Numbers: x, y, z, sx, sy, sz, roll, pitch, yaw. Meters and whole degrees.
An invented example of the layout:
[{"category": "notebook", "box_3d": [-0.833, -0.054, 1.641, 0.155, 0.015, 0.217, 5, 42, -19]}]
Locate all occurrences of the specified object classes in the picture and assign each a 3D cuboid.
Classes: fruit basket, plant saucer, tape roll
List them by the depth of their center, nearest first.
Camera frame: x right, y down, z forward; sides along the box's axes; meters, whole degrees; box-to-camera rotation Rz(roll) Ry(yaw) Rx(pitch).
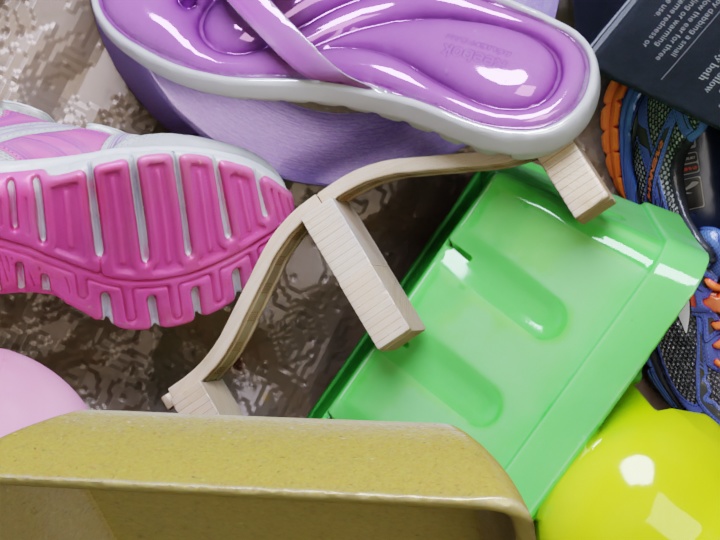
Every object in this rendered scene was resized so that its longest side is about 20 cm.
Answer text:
[{"category": "plant saucer", "box_3d": [-0.026, 0.110, 0.662, 0.199, 0.200, 0.049, 1, 53, 13]}, {"category": "fruit basket", "box_3d": [0.092, 0.074, 0.765, 0.214, 0.156, 0.217, 1, 100, 4]}, {"category": "tape roll", "box_3d": [-0.015, -0.138, 0.776, 0.199, 0.066, 0.201, -2, 97, -18]}]

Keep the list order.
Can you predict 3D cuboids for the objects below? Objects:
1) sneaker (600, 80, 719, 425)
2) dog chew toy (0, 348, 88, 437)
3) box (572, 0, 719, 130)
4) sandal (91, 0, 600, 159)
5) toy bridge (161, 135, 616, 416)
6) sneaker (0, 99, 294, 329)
[{"category": "sneaker", "box_3d": [0.166, -0.004, 0.843, 0.075, 0.078, 0.201, -22, 102, -14]}, {"category": "dog chew toy", "box_3d": [-0.204, 0.078, 0.710, 0.199, 0.125, 0.125, 16, 90, -12]}, {"category": "box", "box_3d": [0.200, -0.132, 0.790, 0.199, 0.149, 0.107, 22, 132, -20]}, {"category": "sandal", "box_3d": [-0.005, -0.102, 0.683, 0.201, 0.050, 0.083, 14, 64, 9]}, {"category": "toy bridge", "box_3d": [0.000, 0.000, 0.713, 0.200, 0.027, 0.067, -34, 80, 14]}, {"category": "sneaker", "box_3d": [-0.127, -0.031, 0.730, 0.199, 0.088, 0.082, 0, 122, -12]}]
